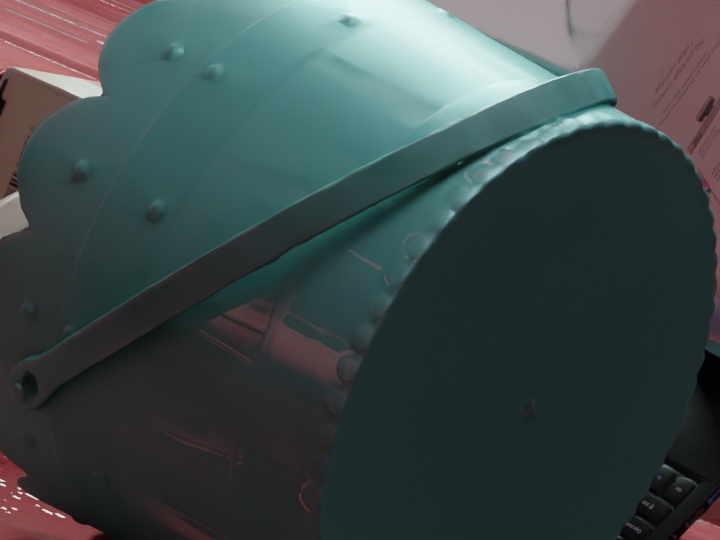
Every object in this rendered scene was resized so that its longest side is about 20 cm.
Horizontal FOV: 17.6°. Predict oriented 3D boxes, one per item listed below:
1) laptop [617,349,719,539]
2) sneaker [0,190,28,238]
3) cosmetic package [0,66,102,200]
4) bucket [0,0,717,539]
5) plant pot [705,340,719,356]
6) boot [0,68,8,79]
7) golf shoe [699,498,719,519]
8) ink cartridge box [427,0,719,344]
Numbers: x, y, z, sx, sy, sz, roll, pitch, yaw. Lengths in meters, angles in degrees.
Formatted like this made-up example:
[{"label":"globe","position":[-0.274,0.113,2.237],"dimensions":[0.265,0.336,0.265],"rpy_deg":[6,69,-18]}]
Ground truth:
[{"label":"laptop","position":[0.021,0.051,0.843],"dimensions":[0.177,0.200,0.103],"rpy_deg":[31,-24,45]},{"label":"sneaker","position":[-0.094,0.001,0.871],"dimensions":[0.200,0.085,0.075],"rpy_deg":[-32,5,-33]},{"label":"cosmetic package","position":[-0.088,-0.024,1.047],"dimensions":[0.087,0.104,0.200],"rpy_deg":[26,9,25]},{"label":"bucket","position":[0.002,0.014,0.699],"dimensions":[0.135,0.208,0.207],"rpy_deg":[27,10,36]},{"label":"plant pot","position":[0.163,-0.021,1.422],"dimensions":[0.134,0.201,0.200],"rpy_deg":[-7,-13,42]},{"label":"boot","position":[-0.239,-0.088,1.051],"dimensions":[0.144,0.073,0.200],"rpy_deg":[-9,31,-28]},{"label":"golf shoe","position":[0.098,0.069,1.049],"dimensions":[0.200,0.073,0.092],"rpy_deg":[16,13,34]},{"label":"ink cartridge box","position":[0.090,-0.055,0.831],"dimensions":[0.116,0.068,0.200],"rpy_deg":[28,-14,39]}]
